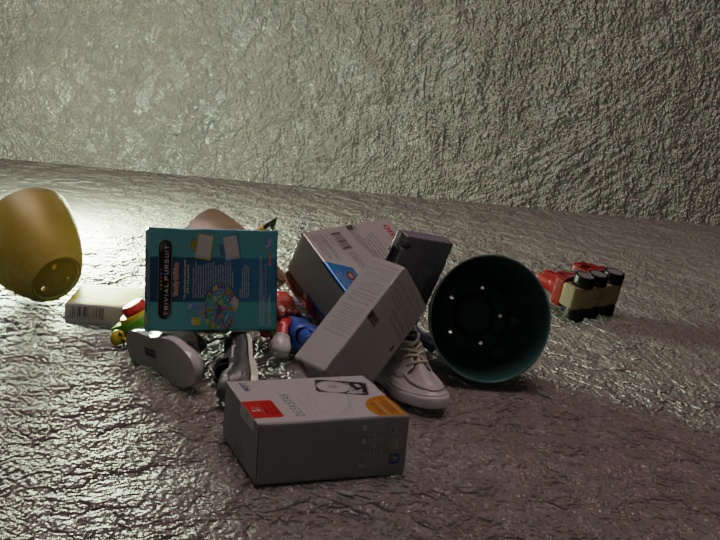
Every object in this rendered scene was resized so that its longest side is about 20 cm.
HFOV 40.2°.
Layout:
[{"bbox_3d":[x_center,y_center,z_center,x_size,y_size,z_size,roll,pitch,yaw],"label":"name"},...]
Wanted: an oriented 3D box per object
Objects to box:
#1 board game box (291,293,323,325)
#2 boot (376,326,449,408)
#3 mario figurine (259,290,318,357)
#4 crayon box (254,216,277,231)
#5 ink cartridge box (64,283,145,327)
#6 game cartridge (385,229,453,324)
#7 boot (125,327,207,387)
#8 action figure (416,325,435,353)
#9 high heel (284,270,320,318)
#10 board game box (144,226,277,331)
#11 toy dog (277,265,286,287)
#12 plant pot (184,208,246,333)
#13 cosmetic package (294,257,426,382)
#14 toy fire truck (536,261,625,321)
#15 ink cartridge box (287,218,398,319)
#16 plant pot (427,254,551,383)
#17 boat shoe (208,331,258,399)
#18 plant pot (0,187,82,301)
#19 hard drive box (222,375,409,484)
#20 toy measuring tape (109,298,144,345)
[{"bbox_3d":[-0.074,0.077,1.859,0.131,0.035,0.200,7,13,6],"label":"board game box"},{"bbox_3d":[0.070,0.134,1.490,0.072,0.098,0.199,-2,15,-31],"label":"boot"},{"bbox_3d":[-0.107,0.117,1.629,0.106,0.124,0.199,-45,44,-15],"label":"mario figurine"},{"bbox_3d":[-0.231,-0.013,1.833,0.198,0.052,0.126,-32,-8,-17],"label":"crayon box"},{"bbox_3d":[-0.415,0.058,1.774,0.193,0.048,0.200,3,15,-6],"label":"ink cartridge box"},{"bbox_3d":[0.067,0.033,1.604,0.038,0.203,0.128,35,19,34],"label":"game cartridge"},{"bbox_3d":[-0.270,0.118,1.492,0.094,0.075,0.198,-14,21,-39],"label":"boot"},{"bbox_3d":[0.039,0.098,1.754,0.199,0.105,0.194,37,24,-1],"label":"action figure"},{"bbox_3d":[-0.101,0.032,1.761,0.094,0.068,0.200,25,9,-1],"label":"high heel"},{"bbox_3d":[-0.225,0.014,1.485,0.196,0.155,0.047,1,0,-19],"label":"board game box"},{"bbox_3d":[-0.193,0.050,1.800,0.097,0.132,0.199,49,32,12],"label":"toy dog"},{"bbox_3d":[-0.218,0.020,1.595,0.132,0.204,0.200,24,17,15],"label":"plant pot"},{"bbox_3d":[0.003,0.091,1.438,0.073,0.102,0.201,17,61,41],"label":"cosmetic package"},{"bbox_3d":[0.441,0.035,2.131,0.174,0.131,0.199,-6,27,-43],"label":"toy fire truck"},{"bbox_3d":[0.000,0.000,1.663,0.197,0.085,0.147,-11,50,-40],"label":"ink cartridge box"},{"bbox_3d":[0.202,0.077,1.635,0.196,0.206,0.161,5,-1,-3],"label":"plant pot"},{"bbox_3d":[-0.191,0.139,1.449,0.060,0.074,0.200,6,17,-15],"label":"boat shoe"},{"bbox_3d":[-0.589,-0.027,1.805,0.198,0.202,0.142,-9,44,-48],"label":"plant pot"},{"bbox_3d":[-0.059,0.197,1.237,0.196,0.079,0.155,0,13,-24],"label":"hard drive box"},{"bbox_3d":[-0.337,0.063,1.637,0.072,0.075,0.200,14,38,34],"label":"toy measuring tape"}]
